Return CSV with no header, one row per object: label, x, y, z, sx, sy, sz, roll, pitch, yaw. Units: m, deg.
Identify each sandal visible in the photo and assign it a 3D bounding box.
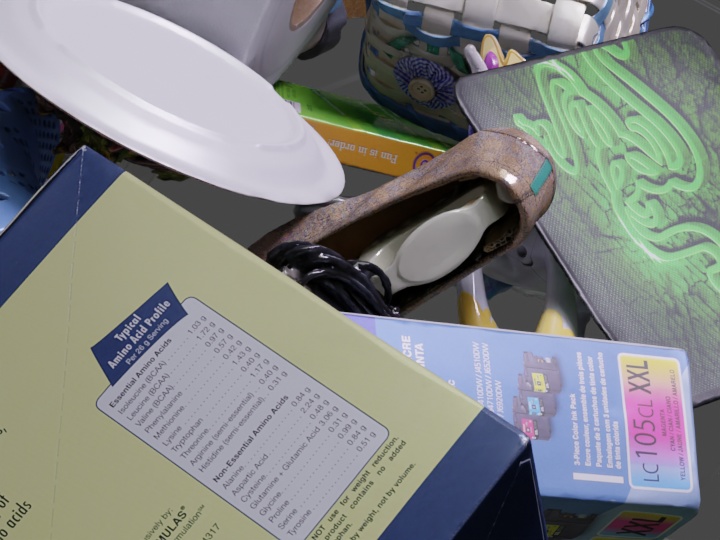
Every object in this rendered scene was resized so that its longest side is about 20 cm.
sandal,-0.170,-0.013,1.103,0.086,0.080,0.201,1,40,15

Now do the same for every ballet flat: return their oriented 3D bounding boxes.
ballet flat,0.000,0.000,1.105,0.068,0.199,0.067,50,21,-16

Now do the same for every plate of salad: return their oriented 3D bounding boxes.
plate of salad,-0.100,-0.078,1.149,0.199,0.048,0.200,26,19,-10

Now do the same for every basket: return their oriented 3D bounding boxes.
basket,0.079,-0.134,1.371,0.175,0.140,0.200,16,-14,13

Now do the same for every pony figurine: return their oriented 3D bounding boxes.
pony figurine,0.113,-0.002,1.199,0.193,0.166,0.201,33,43,-41

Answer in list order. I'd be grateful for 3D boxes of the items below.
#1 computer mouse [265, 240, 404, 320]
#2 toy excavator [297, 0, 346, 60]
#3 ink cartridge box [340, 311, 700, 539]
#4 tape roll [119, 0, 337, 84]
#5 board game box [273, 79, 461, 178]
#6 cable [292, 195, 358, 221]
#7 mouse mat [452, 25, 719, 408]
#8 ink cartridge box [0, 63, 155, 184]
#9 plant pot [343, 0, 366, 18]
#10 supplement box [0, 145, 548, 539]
computer mouse,-0.061,0.042,1.050,0.199,0.053,0.138,-6,-25,35
toy excavator,-0.082,-0.239,1.441,0.194,0.201,0.100,31,31,21
ink cartridge box,0.022,0.081,1.009,0.198,0.137,0.077,8,62,-19
tape roll,-0.067,-0.210,1.291,0.139,0.203,0.203,32,30,6
board game box,0.019,-0.073,1.369,0.198,0.030,0.096,11,14,-5
cable,0.032,-0.016,1.314,0.097,0.051,0.200,19,13,29
mouse mat,0.150,-0.030,1.154,0.160,0.008,0.201,-16,61,-32
ink cartridge box,-0.168,-0.100,1.256,0.199,0.068,0.116,17,22,-49
plant pot,-0.027,-0.296,1.574,0.185,0.201,0.187,15,28,-8
supplement box,-0.072,0.106,0.833,0.199,0.135,0.200,33,70,23
